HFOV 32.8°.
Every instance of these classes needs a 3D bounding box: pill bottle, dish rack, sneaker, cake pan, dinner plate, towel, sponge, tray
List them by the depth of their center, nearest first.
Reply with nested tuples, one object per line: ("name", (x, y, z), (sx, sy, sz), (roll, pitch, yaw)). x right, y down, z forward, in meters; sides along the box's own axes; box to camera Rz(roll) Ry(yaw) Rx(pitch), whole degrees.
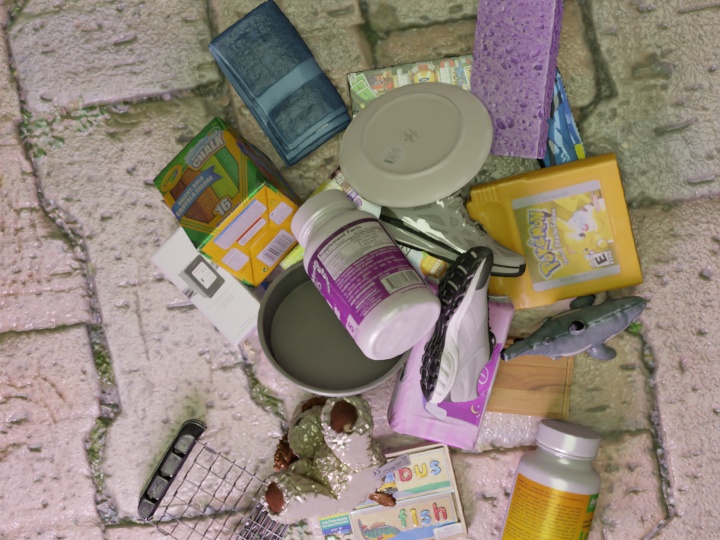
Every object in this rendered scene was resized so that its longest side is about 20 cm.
("pill bottle", (0.000, 0.000, 1.473), (0.112, 0.112, 0.201), (-40, 63, 7))
("sneaker", (0.130, 0.067, 1.482), (0.079, 0.074, 0.202), (8, 106, -17))
("cake pan", (-0.029, 0.071, 1.517), (0.198, 0.037, 0.202), (0, 59, 0))
("sneaker", (0.124, -0.068, 1.524), (0.199, 0.076, 0.116), (19, 98, 4))
("dinner plate", (0.066, -0.165, 1.529), (0.198, 0.024, 0.202), (-10, 55, 14))
("sponge", (0.191, -0.245, 1.545), (0.111, 0.030, 0.202), (10, 97, 33))
("sneaker", (0.232, -0.199, 1.570), (0.078, 0.066, 0.202), (-17, 93, 6))
("pill bottle", (0.249, 0.301, 1.586), (0.110, 0.111, 0.202), (14, 96, 4))
("towel", (-0.105, -0.248, 1.609), (0.111, 0.049, 0.201), (-34, 90, 6))
("tray", (0.179, 0.136, 1.618), (0.198, 0.037, 0.100), (5, 95, 4))
("dish rack", (-0.194, 0.318, 1.662), (0.199, 0.055, 0.154), (32, 98, 1))

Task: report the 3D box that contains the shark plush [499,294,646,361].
("shark plush", (0.262, 0.068, 1.546), (0.198, 0.083, 0.092), (-3, 76, -20))

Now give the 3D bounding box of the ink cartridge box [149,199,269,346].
("ink cartridge box", (-0.200, -0.001, 1.605), (0.067, 0.116, 0.200), (-45, 89, 8))

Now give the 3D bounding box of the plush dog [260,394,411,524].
("plush dog", (-0.036, 0.225, 1.588), (0.160, 0.172, 0.201), (26, 109, -35))

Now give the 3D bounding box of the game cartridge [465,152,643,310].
("game cartridge", (0.247, -0.044, 1.567), (0.198, 0.032, 0.178), (-14, 109, 12))

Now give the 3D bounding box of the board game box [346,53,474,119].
("board game box", (0.086, -0.222, 1.606), (0.198, 0.023, 0.106), (-9, 96, 6))

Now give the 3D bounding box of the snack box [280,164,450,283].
("snack box", (-0.001, -0.022, 1.607), (0.200, 0.068, 0.169), (45, 97, -1))

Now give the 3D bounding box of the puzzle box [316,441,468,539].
("puzzle box", (0.037, 0.311, 1.651), (0.198, 0.025, 0.134), (-14, 92, 7))

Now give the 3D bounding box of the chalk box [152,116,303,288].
("chalk box", (-0.170, -0.101, 1.569), (0.124, 0.124, 0.200), (-45, 50, 7))

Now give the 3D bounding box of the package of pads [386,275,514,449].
("package of pads", (0.115, 0.117, 1.559), (0.119, 0.076, 0.202), (14, 99, -6))
